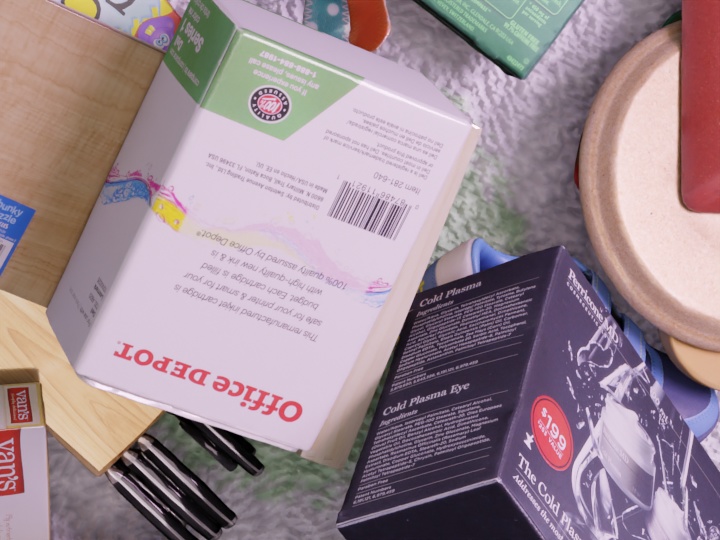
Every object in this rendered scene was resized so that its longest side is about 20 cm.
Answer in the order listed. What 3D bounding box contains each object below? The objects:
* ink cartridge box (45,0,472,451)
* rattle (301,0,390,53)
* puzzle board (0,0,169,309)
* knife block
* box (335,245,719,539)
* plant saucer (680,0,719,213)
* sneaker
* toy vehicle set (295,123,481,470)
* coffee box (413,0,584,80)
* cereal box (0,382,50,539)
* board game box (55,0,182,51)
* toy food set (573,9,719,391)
[{"bbox_3d":[-0.056,-0.025,1.447,0.144,0.084,0.201,20,104,-26],"label":"ink cartridge box"},{"bbox_3d":[-0.024,-0.229,1.520,0.200,0.130,0.143,42,47,2],"label":"rattle"},{"bbox_3d":[-0.146,-0.053,1.457,0.199,0.017,0.151,23,103,-29],"label":"puzzle board"},{"bbox_3d":[-0.155,0.074,1.553,0.199,0.064,0.177,-1,97,-9],"label":"knife block"},{"bbox_3d":[0.098,0.126,1.483,0.104,0.182,0.200,-19,123,30],"label":"box"},{"bbox_3d":[0.277,-0.129,1.570,0.199,0.037,0.201,3,84,-21],"label":"plant saucer"},{"bbox_3d":[0.120,0.043,1.574,0.199,0.074,0.082,21,133,-13],"label":"sneaker"},{"bbox_3d":[0.000,0.000,1.536,0.026,0.124,0.201,21,94,-19],"label":"toy vehicle set"},{"bbox_3d":[0.101,-0.220,1.539,0.123,0.044,0.200,36,92,-12],"label":"coffee box"},{"bbox_3d":[-0.269,0.127,1.517,0.199,0.040,0.144,-4,136,-8],"label":"cereal box"},{"bbox_3d":[-0.187,-0.161,1.496,0.103,0.105,0.200,-42,102,-1],"label":"board game box"},{"bbox_3d":[0.212,-0.048,1.582,0.200,0.049,0.198,45,72,-11],"label":"toy food set"}]
